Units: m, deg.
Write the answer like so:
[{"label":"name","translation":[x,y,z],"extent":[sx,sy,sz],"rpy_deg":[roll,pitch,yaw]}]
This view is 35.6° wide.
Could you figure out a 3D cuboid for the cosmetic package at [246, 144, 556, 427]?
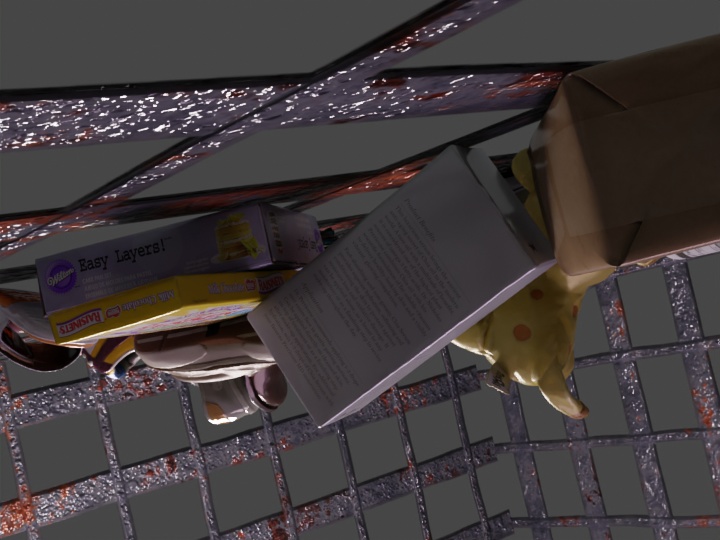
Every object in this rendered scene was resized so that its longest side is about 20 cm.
[{"label":"cosmetic package","translation":[0.029,0.012,0.795],"extent":[0.200,0.102,0.071],"rpy_deg":[-38,169,21]}]

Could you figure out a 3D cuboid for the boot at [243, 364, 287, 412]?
[{"label":"boot","translation":[-0.019,0.055,1.046],"extent":[0.199,0.064,0.187],"rpy_deg":[-16,146,1]}]

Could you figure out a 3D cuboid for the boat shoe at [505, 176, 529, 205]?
[{"label":"boat shoe","translation":[0.170,-0.053,0.951],"extent":[0.199,0.062,0.072],"rpy_deg":[-18,147,24]}]

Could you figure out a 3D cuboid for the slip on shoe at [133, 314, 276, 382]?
[{"label":"slip on shoe","translation":[-0.093,0.058,0.932],"extent":[0.199,0.076,0.061],"rpy_deg":[-11,136,23]}]

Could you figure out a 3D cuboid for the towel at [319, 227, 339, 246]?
[{"label":"towel","translation":[-0.131,-0.013,1.099],"extent":[0.199,0.022,0.147],"rpy_deg":[-12,178,14]}]

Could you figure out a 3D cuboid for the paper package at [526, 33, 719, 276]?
[{"label":"paper package","translation":[0.204,-0.068,0.648],"extent":[0.190,0.104,0.200],"rpy_deg":[-15,177,4]}]

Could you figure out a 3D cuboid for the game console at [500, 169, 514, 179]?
[{"label":"game console","translation":[0.137,-0.071,1.067],"extent":[0.199,0.031,0.177],"rpy_deg":[-14,177,17]}]

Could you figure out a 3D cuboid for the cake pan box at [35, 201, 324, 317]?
[{"label":"cake pan box","translation":[-0.134,-0.006,0.905],"extent":[0.183,0.053,0.200],"rpy_deg":[-12,178,11]}]

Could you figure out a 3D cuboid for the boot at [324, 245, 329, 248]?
[{"label":"boot","translation":[0.000,0.000,1.147],"extent":[0.199,0.068,0.131],"rpy_deg":[-9,-175,-24]}]

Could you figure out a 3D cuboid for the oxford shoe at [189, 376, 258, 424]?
[{"label":"oxford shoe","translation":[-0.160,0.081,1.143],"extent":[0.058,0.200,0.075],"rpy_deg":[-33,135,0]}]

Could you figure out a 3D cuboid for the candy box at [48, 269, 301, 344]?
[{"label":"candy box","translation":[-0.122,0.024,0.809],"extent":[0.102,0.027,0.200],"rpy_deg":[-18,175,21]}]

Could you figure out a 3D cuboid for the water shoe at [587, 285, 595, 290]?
[{"label":"water shoe","translation":[0.170,-0.027,1.081],"extent":[0.071,0.079,0.200],"rpy_deg":[-12,165,27]}]

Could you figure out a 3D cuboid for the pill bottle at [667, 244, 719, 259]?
[{"label":"pill bottle","translation":[0.356,-0.075,1.145],"extent":[0.199,0.114,0.114],"rpy_deg":[-14,177,39]}]

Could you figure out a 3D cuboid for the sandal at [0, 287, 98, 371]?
[{"label":"sandal","translation":[-0.267,0.056,0.930],"extent":[0.079,0.059,0.207],"rpy_deg":[11,-177,-23]}]

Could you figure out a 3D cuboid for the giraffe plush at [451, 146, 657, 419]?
[{"label":"giraffe plush","translation":[0.140,-0.003,0.868],"extent":[0.172,0.163,0.200],"rpy_deg":[28,-169,-12]}]

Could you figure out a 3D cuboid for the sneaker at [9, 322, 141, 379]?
[{"label":"sneaker","translation":[-0.274,0.066,1.130],"extent":[0.199,0.091,0.075],"rpy_deg":[-5,179,19]}]
